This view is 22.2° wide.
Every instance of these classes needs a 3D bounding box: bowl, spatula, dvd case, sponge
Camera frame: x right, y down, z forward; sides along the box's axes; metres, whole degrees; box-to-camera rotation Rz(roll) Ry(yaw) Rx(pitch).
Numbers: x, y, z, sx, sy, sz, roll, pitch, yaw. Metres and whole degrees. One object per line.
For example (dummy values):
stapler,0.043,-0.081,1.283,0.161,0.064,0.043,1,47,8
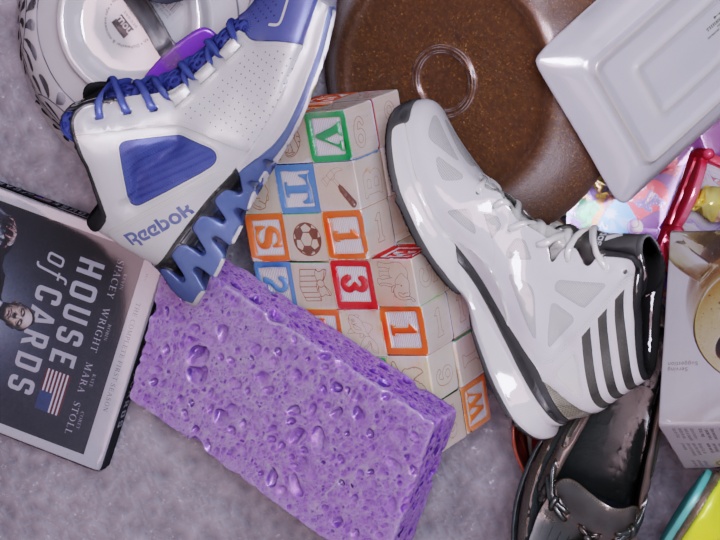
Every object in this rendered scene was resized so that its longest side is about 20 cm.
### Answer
bowl,-0.125,-0.146,1.092,0.199,0.094,0.203,1,96,9
spatula,-0.129,-0.154,1.033,0.056,0.021,0.200,-39,88,13
dvd case,-0.231,0.023,1.160,0.199,0.025,0.151,20,98,7
sponge,-0.043,0.078,1.069,0.199,0.030,0.112,33,122,23

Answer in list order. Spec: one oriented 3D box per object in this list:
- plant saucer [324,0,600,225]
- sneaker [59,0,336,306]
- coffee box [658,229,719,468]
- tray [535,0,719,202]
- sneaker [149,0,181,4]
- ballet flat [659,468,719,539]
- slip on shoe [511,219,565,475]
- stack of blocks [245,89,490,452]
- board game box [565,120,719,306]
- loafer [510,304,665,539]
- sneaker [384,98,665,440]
plant saucer,0.055,-0.112,1.057,0.199,0.037,0.202,10,109,29
sneaker,-0.096,-0.086,0.991,0.114,0.081,0.200,25,109,-10
coffee box,0.264,0.041,0.959,0.198,0.080,0.114,-1,66,22
tray,0.196,-0.137,1.022,0.200,0.022,0.108,-41,117,-12
sneaker,-0.070,-0.237,1.029,0.070,0.082,0.201,35,60,-5
ballet flat,0.185,0.182,1.047,0.067,0.067,0.201,33,141,8
slip on shoe,0.116,0.065,1.091,0.073,0.061,0.202,-6,93,11
stack of blocks,0.000,0.000,1.069,0.114,0.058,0.202,-1,105,35
board game box,0.221,-0.025,1.059,0.199,0.039,0.159,-24,92,1
loafer,0.133,0.112,1.034,0.071,0.063,0.202,15,93,-5
sneaker,0.100,-0.020,0.996,0.115,0.076,0.202,-28,88,28
